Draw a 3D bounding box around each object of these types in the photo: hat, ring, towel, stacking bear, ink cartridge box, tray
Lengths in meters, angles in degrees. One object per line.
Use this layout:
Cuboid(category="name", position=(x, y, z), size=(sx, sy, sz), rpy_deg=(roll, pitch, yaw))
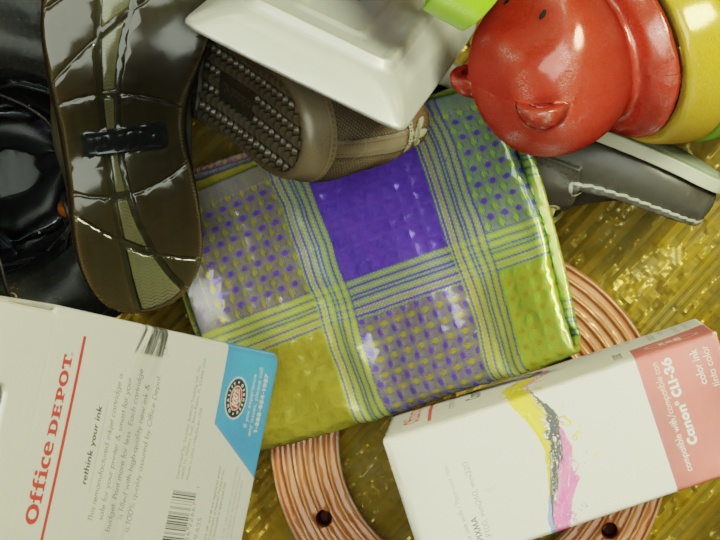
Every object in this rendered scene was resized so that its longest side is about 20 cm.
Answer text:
Cuboid(category="hat", position=(-0.190, -0.046, 1.221), size=(0.199, 0.081, 0.202), rpy_deg=(-1, 93, -13))
Cuboid(category="ring", position=(0.054, 0.084, 1.237), size=(0.199, 0.019, 0.202), rpy_deg=(0, 91, 4))
Cuboid(category="towel", position=(0.000, 0.000, 1.192), size=(0.199, 0.023, 0.144), rpy_deg=(-16, 89, 26))
Cuboid(category="stacking bear", position=(0.139, -0.110, 1.144), size=(0.199, 0.121, 0.114), rpy_deg=(-19, 125, -27))
Cuboid(category="ink cartridge box", position=(0.077, 0.086, 1.168), size=(0.199, 0.116, 0.068), rpy_deg=(-19, 90, 3))
Cuboid(category="ink cartridge box", position=(-0.133, 0.075, 1.128), size=(0.066, 0.200, 0.117), rpy_deg=(10, 86, 38))
Cuboid(category="tray", position=(-0.005, -0.122, 1.151), size=(0.107, 0.200, 0.022), rpy_deg=(25, 112, 3))

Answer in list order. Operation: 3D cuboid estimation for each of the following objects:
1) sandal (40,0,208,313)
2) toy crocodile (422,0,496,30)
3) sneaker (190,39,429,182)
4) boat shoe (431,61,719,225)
Cuboid(category="sandal", position=(-0.107, -0.082, 1.175), size=(0.081, 0.055, 0.201), rpy_deg=(-6, 105, -8))
Cuboid(category="toy crocodile", position=(0.018, -0.158, 1.139), size=(0.067, 0.200, 0.062), rpy_deg=(25, 96, -32))
Cuboid(category="sneaker", position=(-0.040, -0.098, 1.187), size=(0.075, 0.200, 0.071), rpy_deg=(-4, 123, -29))
Cuboid(category="boat shoe", position=(0.078, -0.058, 1.211), size=(0.200, 0.072, 0.061), rpy_deg=(21, 97, 11))
